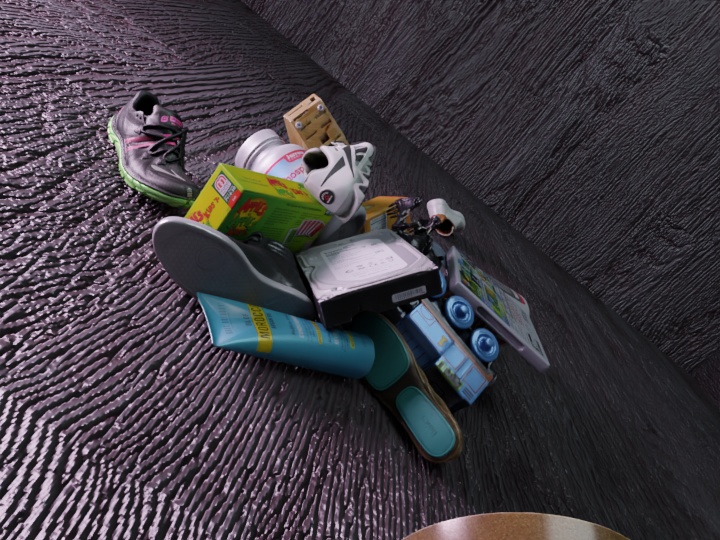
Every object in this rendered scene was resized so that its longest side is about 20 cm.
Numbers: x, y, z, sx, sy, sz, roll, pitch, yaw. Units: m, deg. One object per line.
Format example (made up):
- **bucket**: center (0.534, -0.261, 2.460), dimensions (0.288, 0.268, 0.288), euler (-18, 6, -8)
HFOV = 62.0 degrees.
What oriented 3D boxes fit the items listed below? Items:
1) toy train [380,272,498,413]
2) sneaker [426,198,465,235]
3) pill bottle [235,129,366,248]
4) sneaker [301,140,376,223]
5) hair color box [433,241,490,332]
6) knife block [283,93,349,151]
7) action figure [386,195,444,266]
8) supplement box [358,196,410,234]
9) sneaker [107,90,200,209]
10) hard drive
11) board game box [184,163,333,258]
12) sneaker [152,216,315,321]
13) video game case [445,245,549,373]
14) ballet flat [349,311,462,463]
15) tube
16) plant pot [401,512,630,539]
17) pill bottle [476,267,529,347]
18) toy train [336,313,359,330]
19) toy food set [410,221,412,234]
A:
- **toy train**: center (0.093, 0.084, 0.774), dimensions (0.200, 0.087, 0.114), euler (50, 52, 2)
- **sneaker**: center (0.237, -0.124, 1.650), dimensions (0.199, 0.072, 0.086), euler (23, 55, -56)
- **pill bottle**: center (-0.093, -0.114, 0.890), dimensions (0.200, 0.109, 0.109), euler (45, 19, 14)
- **sneaker**: center (-0.032, -0.144, 0.806), dimensions (0.088, 0.074, 0.200), euler (32, 25, -12)
- **hair color box**: center (0.124, 0.042, 0.976), dimensions (0.060, 0.099, 0.201), euler (26, 24, -42)
- **knife block**: center (-0.070, -0.176, 0.996), dimensions (0.201, 0.064, 0.175), euler (56, -19, -19)
- **action figure**: center (0.072, -0.030, 0.910), dimensions (0.119, 0.102, 0.201), euler (42, 29, -16)
- **supplement box**: center (0.023, -0.081, 1.031), dimensions (0.066, 0.070, 0.200), euler (5, 16, 25)
- **sneaker**: center (-0.243, -0.148, 0.712), dimensions (0.076, 0.084, 0.200), euler (11, 34, -54)
- **hard drive**: center (0.000, 0.000, 0.725), dimensions (0.200, 0.138, 0.038), euler (-129, -155, -70)
- **board game box**: center (-0.119, -0.062, 0.735), dimensions (0.048, 0.102, 0.199), euler (46, 19, 20)
- **sneaker**: center (-0.138, -0.011, 0.643), dimensions (0.199, 0.071, 0.099), euler (34, 18, -37)
- **video game case**: center (0.205, 0.052, 0.924), dimensions (0.182, 0.022, 0.200), euler (42, 17, -6)
- **ballet flat**: center (0.054, 0.137, 0.702), dimensions (0.200, 0.068, 0.072), euler (51, 1, 28)
- **tube**: center (-0.074, 0.072, 0.623), dimensions (0.199, 0.051, 0.078), euler (19, 19, -37)
- **plant pot**: center (0.093, 0.272, 0.322), dimensions (0.186, 0.186, 0.201), euler (34, 33, -18)
- **pill bottle**: center (0.207, 0.057, 1.086), dimensions (0.199, 0.111, 0.111), euler (28, 22, -34)
- **toy train**: center (0.038, 0.062, 0.836), dimensions (0.199, 0.056, 0.151), euler (27, 23, -36)
- **toy food set**: center (0.096, -0.053, 1.215), dimensions (0.199, 0.049, 0.199), euler (27, 23, -33)
